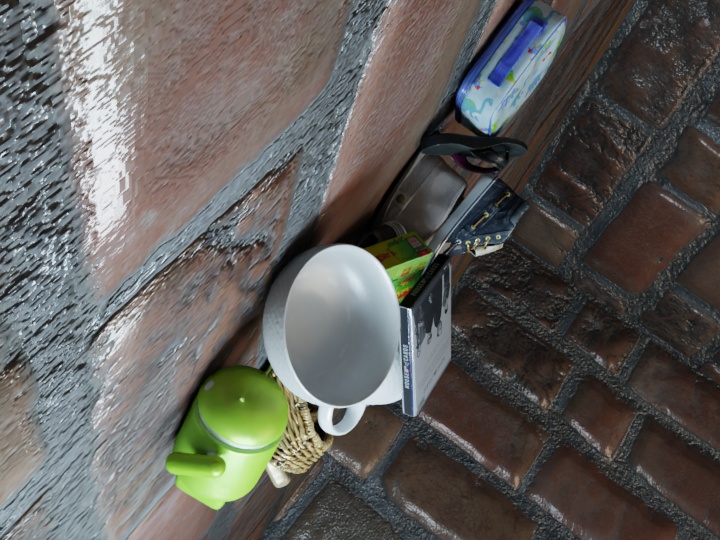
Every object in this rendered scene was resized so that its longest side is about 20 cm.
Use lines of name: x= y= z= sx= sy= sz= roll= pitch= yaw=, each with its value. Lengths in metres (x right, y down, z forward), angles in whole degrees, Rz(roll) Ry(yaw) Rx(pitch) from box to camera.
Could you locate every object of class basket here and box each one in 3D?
basket: x=-0.091 y=0.215 z=1.351 sx=0.149 sy=0.143 sz=0.200 roll=-48 pitch=170 yaw=0

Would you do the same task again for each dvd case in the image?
dvd case: x=0.100 y=0.097 z=1.309 sx=0.150 sy=0.025 sz=0.201 roll=-48 pitch=144 yaw=-48

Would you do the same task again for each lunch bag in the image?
lunch bag: x=0.223 y=-0.302 z=1.305 sx=0.200 sy=0.082 sz=0.161 roll=-54 pitch=171 yaw=-2

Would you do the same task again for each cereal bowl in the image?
cereal bowl: x=-0.045 y=0.067 z=1.070 sx=0.083 sy=0.201 sz=0.200 roll=-2 pitch=-145 yaw=45

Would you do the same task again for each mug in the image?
mug: x=-0.010 y=0.152 z=1.317 sx=0.175 sy=0.147 sz=0.201 roll=20 pitch=88 yaw=-64

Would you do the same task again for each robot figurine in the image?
robot figurine: x=-0.159 y=0.199 z=1.063 sx=0.200 sy=0.115 sz=0.176 roll=-61 pitch=175 yaw=33

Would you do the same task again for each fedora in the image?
fedora: x=0.102 y=-0.106 z=1.369 sx=0.200 sy=0.090 sz=0.177 roll=-55 pitch=171 yaw=2

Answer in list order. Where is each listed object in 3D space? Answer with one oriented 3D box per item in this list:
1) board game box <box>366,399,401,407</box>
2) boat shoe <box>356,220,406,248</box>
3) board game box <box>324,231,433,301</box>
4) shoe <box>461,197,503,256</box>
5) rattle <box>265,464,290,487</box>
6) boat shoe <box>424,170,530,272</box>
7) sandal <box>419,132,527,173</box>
board game box: x=0.072 y=0.159 z=1.579 sx=0.201 sy=0.062 sz=0.200 roll=-60 pitch=153 yaw=-1
boat shoe: x=0.000 y=0.000 z=1.334 sx=0.063 sy=0.071 sz=0.200 roll=-20 pitch=152 yaw=-40
board game box: x=0.002 y=0.019 z=1.225 sx=0.199 sy=0.048 sz=0.102 roll=-19 pitch=148 yaw=-37
shoe: x=0.154 y=-0.090 z=1.448 sx=0.053 sy=0.200 sz=0.070 roll=-35 pitch=140 yaw=-13
rattle: x=-0.193 y=0.319 z=1.489 sx=0.143 sy=0.130 sz=0.200 roll=-43 pitch=-163 yaw=-3
boat shoe: x=0.175 y=-0.054 z=1.351 sx=0.201 sy=0.091 sz=0.071 roll=-52 pitch=172 yaw=-4
sandal: x=0.173 y=-0.173 z=1.322 sx=0.200 sy=0.048 sz=0.075 roll=-2 pitch=172 yaw=-35
